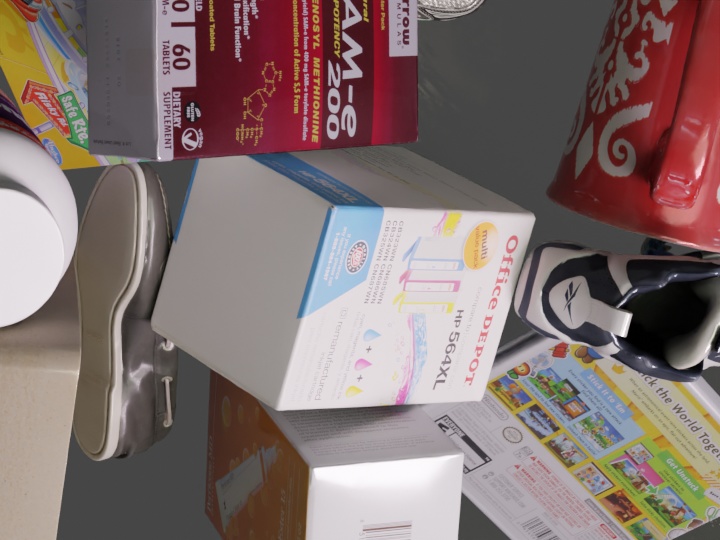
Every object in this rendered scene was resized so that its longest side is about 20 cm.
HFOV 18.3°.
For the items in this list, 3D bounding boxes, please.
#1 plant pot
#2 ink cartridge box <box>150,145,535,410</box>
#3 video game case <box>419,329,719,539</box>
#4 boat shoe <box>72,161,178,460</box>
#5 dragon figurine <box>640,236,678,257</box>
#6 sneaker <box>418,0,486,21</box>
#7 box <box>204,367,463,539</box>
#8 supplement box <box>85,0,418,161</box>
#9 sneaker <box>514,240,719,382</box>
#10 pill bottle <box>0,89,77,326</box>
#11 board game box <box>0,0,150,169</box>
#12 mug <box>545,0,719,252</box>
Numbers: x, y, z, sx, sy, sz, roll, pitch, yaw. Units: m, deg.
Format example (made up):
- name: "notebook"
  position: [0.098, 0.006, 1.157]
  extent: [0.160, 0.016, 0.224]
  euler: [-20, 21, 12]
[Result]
- name: "plant pot"
  position: [-0.263, 0.098, 1.280]
  extent: [0.177, 0.200, 0.200]
  euler: [6, 107, -11]
- name: "ink cartridge box"
  position: [0.000, 0.000, 1.345]
  extent: [0.200, 0.125, 0.129]
  euler: [1, 111, -45]
- name: "video game case"
  position: [0.152, 0.116, 1.483]
  extent: [0.182, 0.023, 0.200]
  euler: [-30, 121, 26]
- name: "boat shoe"
  position: [-0.137, 0.022, 1.367]
  extent: [0.057, 0.067, 0.200]
  euler: [-10, 119, -39]
- name: "dragon figurine"
  position: [0.191, 0.028, 1.468]
  extent: [0.200, 0.099, 0.059]
  euler: [-28, 116, -9]
- name: "sneaker"
  position: [-0.002, -0.204, 1.317]
  extent: [0.200, 0.085, 0.078]
  euler: [29, 97, -28]
- name: "box"
  position: [-0.021, 0.132, 1.368]
  extent: [0.097, 0.200, 0.124]
  euler: [-3, 110, -19]
- name: "supplement box"
  position: [-0.055, -0.118, 1.222]
  extent: [0.200, 0.061, 0.109]
  euler: [-8, 101, -46]
- name: "sneaker"
  position: [0.206, 0.031, 1.342]
  extent: [0.199, 0.130, 0.080]
  euler: [14, 98, -28]
- name: "pill bottle"
  position: [-0.221, -0.039, 1.230]
  extent: [0.112, 0.200, 0.112]
  euler: [-7, 112, -19]
- name: "board game box"
  position: [-0.155, -0.154, 1.257]
  extent: [0.034, 0.134, 0.200]
  euler: [-52, 128, -46]
- name: "mug"
  position: [0.216, -0.119, 1.387]
  extent: [0.133, 0.178, 0.200]
  euler: [10, 101, -26]
